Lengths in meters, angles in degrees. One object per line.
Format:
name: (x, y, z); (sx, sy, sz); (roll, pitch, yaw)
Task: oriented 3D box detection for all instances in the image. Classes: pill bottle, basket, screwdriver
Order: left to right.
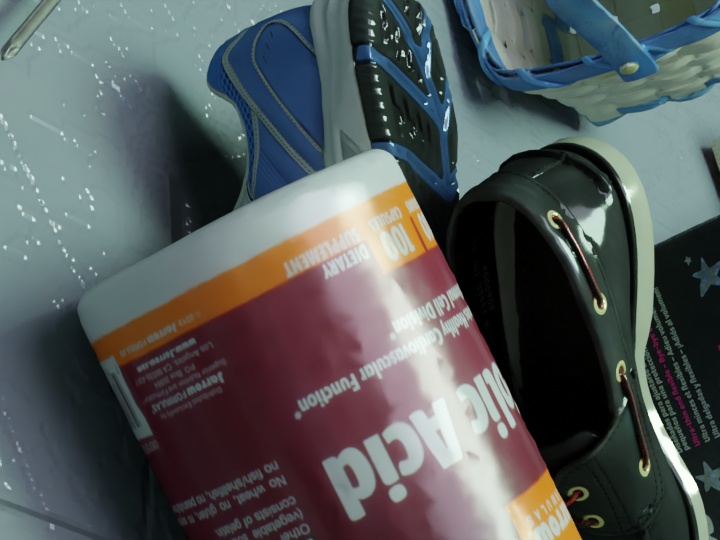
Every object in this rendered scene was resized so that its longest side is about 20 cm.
screwdriver: (-0.091, -0.122, 0.851); (0.029, 0.028, 0.200); (30, 36, 3)
pill bottle: (0.002, 0.074, 0.765); (0.114, 0.114, 0.201); (-28, 91, -58)
basket: (0.097, -0.164, 1.046); (0.200, 0.138, 0.177); (27, 48, -58)

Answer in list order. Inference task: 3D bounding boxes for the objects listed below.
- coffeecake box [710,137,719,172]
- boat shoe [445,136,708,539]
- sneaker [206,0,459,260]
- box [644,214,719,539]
coffeecake box: (0.278, -0.004, 1.264); (0.200, 0.073, 0.154); (1, 69, -55)
boat shoe: (0.072, 0.058, 0.841); (0.063, 0.073, 0.203); (-25, 110, -44)
sneaker: (0.000, 0.000, 0.861); (0.076, 0.077, 0.201); (-26, 108, -61)
box: (0.157, 0.082, 0.924); (0.132, 0.114, 0.201); (-14, 81, -59)
